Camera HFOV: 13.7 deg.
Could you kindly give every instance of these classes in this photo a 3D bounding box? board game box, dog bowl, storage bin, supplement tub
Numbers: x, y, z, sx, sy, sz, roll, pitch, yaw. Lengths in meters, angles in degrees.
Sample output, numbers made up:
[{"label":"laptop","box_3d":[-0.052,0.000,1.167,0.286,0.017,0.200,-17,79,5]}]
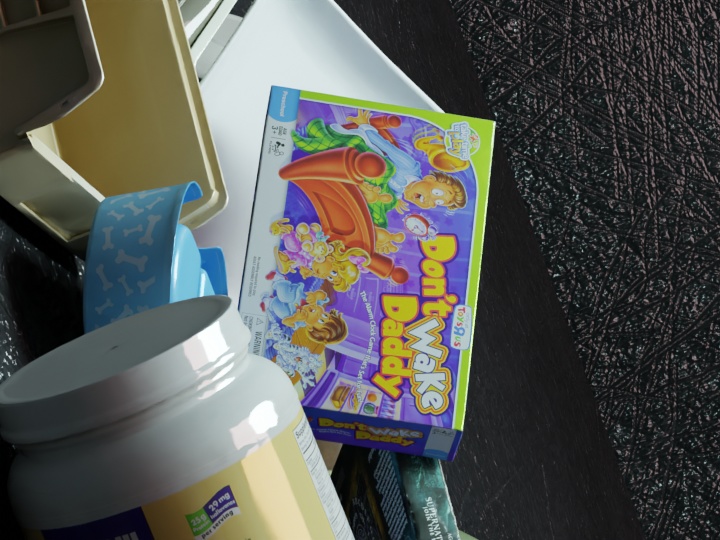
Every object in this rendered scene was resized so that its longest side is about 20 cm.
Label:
[{"label":"board game box","box_3d":[0.000,0.000,1.705,0.045,0.134,0.201,105,-8,-63]},{"label":"dog bowl","box_3d":[-0.108,0.025,1.585,0.200,0.049,0.112,78,16,-69]},{"label":"board game box","box_3d":[0.019,0.155,1.770,0.200,0.028,0.136,110,-31,-63]},{"label":"storage bin","box_3d":[-0.161,-0.125,1.592,0.200,0.093,0.199,46,26,-67]},{"label":"supplement tub","box_3d":[-0.079,0.127,1.404,0.145,0.145,0.201,-69,139,-75]}]

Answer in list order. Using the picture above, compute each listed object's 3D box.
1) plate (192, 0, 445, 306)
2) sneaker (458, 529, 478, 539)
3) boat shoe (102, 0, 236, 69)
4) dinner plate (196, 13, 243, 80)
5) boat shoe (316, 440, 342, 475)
[{"label":"plate","box_3d":[-0.048,-0.054,1.803,0.032,0.200,0.200,23,-15,50]},{"label":"sneaker","box_3d":[0.026,0.197,2.080,0.200,0.090,0.067,24,86,-46]},{"label":"boat shoe","box_3d":[-0.115,-0.149,1.756,0.060,0.072,0.202,34,57,-13]},{"label":"dinner plate","box_3d":[-0.064,-0.137,1.929,0.200,0.199,0.024,-57,169,-77]},{"label":"boat shoe","box_3d":[-0.014,0.129,1.940,0.203,0.075,0.075,64,18,10]}]
